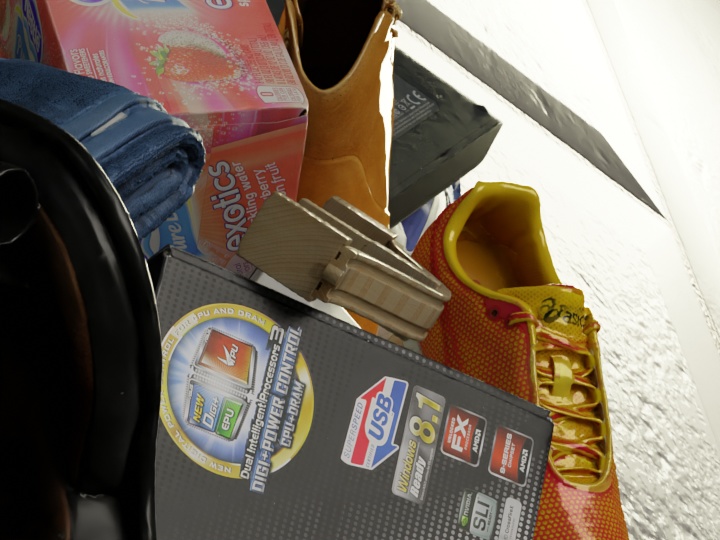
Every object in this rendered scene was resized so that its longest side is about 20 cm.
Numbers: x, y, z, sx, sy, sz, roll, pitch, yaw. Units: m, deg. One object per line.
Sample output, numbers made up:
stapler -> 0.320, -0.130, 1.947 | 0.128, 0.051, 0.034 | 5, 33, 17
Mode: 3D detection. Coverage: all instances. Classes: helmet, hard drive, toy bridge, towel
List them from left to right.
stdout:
helmet -> -0.153, 0.055, 0.725 | 0.199, 0.191, 0.200 | 3, 24, -1
towel -> -0.161, -0.047, 0.862 | 0.199, 0.049, 0.112 | 14, 32, 23
hard drive -> -0.043, -0.099, 1.239 | 0.200, 0.033, 0.140 | 36, 34, 12
toy bridge -> 0.000, 0.000, 0.941 | 0.067, 0.027, 0.200 | 33, 4, 4

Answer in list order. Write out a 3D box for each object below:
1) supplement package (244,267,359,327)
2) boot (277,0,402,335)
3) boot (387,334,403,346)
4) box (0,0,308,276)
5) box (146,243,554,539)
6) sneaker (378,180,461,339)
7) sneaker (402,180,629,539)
supplement package -> -0.020, 0.120, 0.982 | 0.200, 0.111, 0.156 | 48, 23, -7
boot -> -0.020, -0.044, 1.085 | 0.144, 0.071, 0.202 | 96, -1, -72
boot -> 0.035, 0.081, 1.124 | 0.107, 0.200, 0.075 | 22, 67, 0
box -> -0.094, -0.084, 1.075 | 0.094, 0.103, 0.200 | -3, 41, -18
box -> -0.027, 0.114, 0.848 | 0.160, 0.044, 0.201 | 25, 62, -22
sneaker -> -0.003, -0.041, 1.286 | 0.115, 0.080, 0.200 | 29, 34, -47
sneaker -> 0.063, 0.050, 0.979 | 0.073, 0.077, 0.200 | 2, 51, -32
